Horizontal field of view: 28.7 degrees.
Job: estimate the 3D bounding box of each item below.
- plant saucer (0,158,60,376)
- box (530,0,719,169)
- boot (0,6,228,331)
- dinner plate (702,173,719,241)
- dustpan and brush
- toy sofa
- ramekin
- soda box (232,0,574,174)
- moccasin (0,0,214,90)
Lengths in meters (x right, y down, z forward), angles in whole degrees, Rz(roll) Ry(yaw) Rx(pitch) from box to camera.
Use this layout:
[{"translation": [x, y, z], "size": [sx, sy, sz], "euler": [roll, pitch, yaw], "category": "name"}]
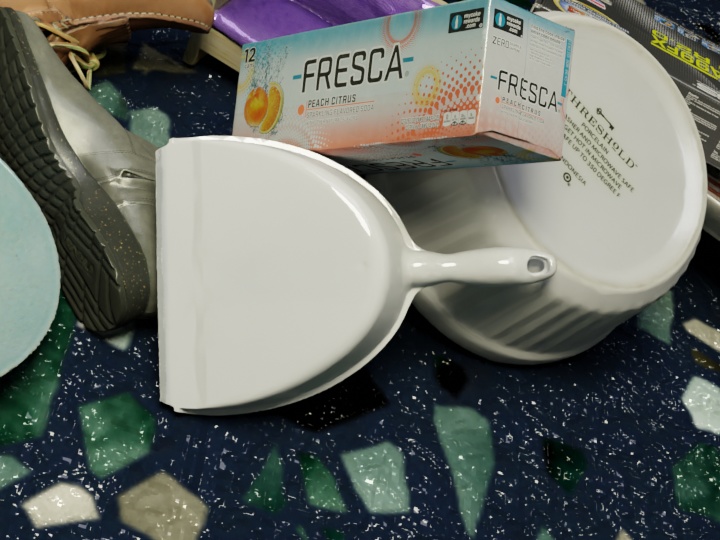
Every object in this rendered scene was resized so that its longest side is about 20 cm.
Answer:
[{"translation": [-0.240, -0.012, 0.663], "size": [0.199, 0.039, 0.203], "euler": [25, 37, -20], "category": "plant saucer"}, {"translation": [0.213, -0.149, 1.030], "size": [0.198, 0.045, 0.160], "euler": [28, 26, 2], "category": "box"}, {"translation": [-0.124, -0.058, 0.774], "size": [0.130, 0.068, 0.202], "euler": [-13, 66, -42], "category": "boot"}, {"translation": [0.250, -0.032, 0.928], "size": [0.199, 0.024, 0.201], "euler": [32, 16, -10], "category": "dinner plate"}, {"translation": [0.000, 0.000, 0.712], "size": [0.197, 0.142, 0.057], "euler": [-2, -4, 9], "category": "dustpan and brush"}, {"translation": [-0.005, -0.138, 0.890], "size": [0.199, 0.098, 0.083], "euler": [32, 40, 5], "category": "toy sofa"}, {"translation": [0.109, -0.053, 0.802], "size": [0.200, 0.094, 0.206], "euler": [9, 72, -28], "category": "ramekin"}, {"translation": [0.015, -0.090, 0.730], "size": [0.063, 0.199, 0.070], "euler": [11, 84, -41], "category": "soda box"}, {"translation": [-0.183, -0.143, 0.820], "size": [0.199, 0.079, 0.073], "euler": [-5, 6, -27], "category": "moccasin"}]
